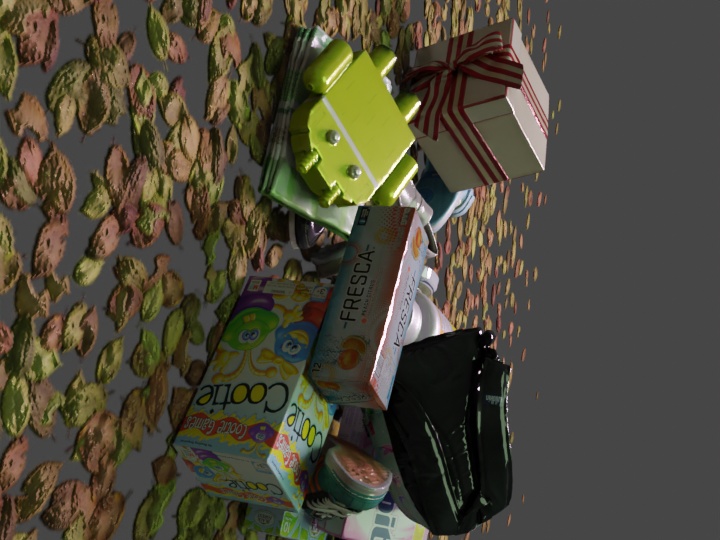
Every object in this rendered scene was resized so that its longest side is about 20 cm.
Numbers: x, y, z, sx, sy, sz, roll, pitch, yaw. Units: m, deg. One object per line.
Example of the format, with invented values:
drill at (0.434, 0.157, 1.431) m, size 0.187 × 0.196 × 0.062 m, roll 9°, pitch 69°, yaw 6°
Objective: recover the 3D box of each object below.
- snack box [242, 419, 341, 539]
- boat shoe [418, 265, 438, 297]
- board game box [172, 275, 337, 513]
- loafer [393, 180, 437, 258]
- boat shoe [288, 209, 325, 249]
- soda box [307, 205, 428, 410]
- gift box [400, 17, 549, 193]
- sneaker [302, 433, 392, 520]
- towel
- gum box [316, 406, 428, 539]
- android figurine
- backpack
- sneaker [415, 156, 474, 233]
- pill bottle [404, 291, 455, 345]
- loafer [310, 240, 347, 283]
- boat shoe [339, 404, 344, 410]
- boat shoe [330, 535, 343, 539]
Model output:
snack box at (-0.064, 0.242, 1.083) m, size 0.200 × 0.052 × 0.144 m, roll 48°, pitch 53°, yaw -65°
boat shoe at (0.062, 0.037, 1.274) m, size 0.200 × 0.071 × 0.063 m, roll 102°, pitch 7°, yaw -75°
board game box at (-0.087, 0.119, 0.918) m, size 0.104 × 0.103 × 0.202 m, roll 70°, pitch 32°, yaw -48°
loafer at (0.070, -0.090, 1.323) m, size 0.201 × 0.069 × 0.071 m, roll 69°, pitch 34°, yaw -50°
boat shoe at (-0.028, -0.098, 1.070) m, size 0.201 × 0.067 × 0.072 m, roll -60°, pitch 151°, yaw -43°
soda box at (0.011, 0.034, 0.917) m, size 0.064 × 0.067 × 0.202 m, roll 62°, pitch 38°, yaw -52°
gift box at (0.176, -0.236, 1.344) m, size 0.187 × 0.183 × 0.202 m, roll 50°, pitch 35°, yaw -40°
sneaker at (-0.020, 0.221, 0.930) m, size 0.200 × 0.071 × 0.081 m, roll 178°, pitch -66°, yaw -81°
towel at (-0.031, -0.150, 1.015) m, size 0.148 × 0.030 × 0.203 m, roll 25°, pitch 69°, yaw -40°
gum box at (0.033, 0.212, 1.063) m, size 0.112 × 0.066 × 0.203 m, roll 20°, pitch 77°, yaw -27°
android figurine at (-0.005, -0.153, 1.001) m, size 0.201 × 0.041 × 0.183 m, roll -53°, pitch 124°, yaw -35°
backpack at (0.084, 0.175, 0.982) m, size 0.127 × 0.165 × 0.203 m, roll 167°, pitch -93°, yaw -81°
sneaker at (0.139, -0.110, 1.490) m, size 0.131 × 0.079 × 0.202 m, roll 69°, pitch 34°, yaw -48°
pill bottle at (0.067, 0.094, 1.191) m, size 0.200 × 0.108 × 0.111 m, roll 45°, pitch 54°, yaw -56°
loafer at (0.000, 0.000, 1.138) m, size 0.200 × 0.074 × 0.071 m, roll 1°, pitch 73°, yaw -69°
boat shoe at (-0.027, 0.126, 1.117) m, size 0.068 × 0.074 × 0.202 m, roll -35°, pitch 112°, yaw -37°
boat shoe at (0.004, 0.309, 1.113) m, size 0.068 × 0.071 × 0.203 m, roll 45°, pitch 55°, yaw -69°
